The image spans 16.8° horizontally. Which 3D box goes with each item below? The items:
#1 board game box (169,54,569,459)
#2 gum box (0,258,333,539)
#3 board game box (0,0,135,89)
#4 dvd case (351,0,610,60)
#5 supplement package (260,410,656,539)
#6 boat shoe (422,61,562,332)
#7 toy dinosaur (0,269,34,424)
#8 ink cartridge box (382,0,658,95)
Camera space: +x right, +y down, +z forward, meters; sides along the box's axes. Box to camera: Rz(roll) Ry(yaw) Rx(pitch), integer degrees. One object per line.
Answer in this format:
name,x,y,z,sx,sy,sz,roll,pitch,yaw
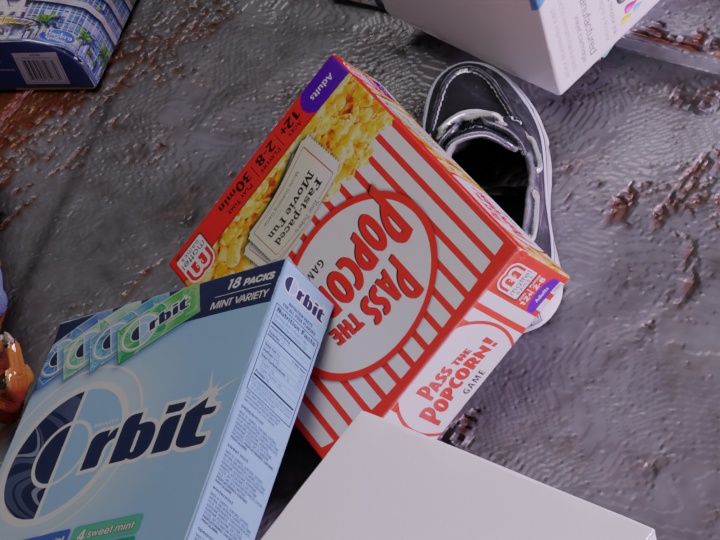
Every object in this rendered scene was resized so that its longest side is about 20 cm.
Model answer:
board game box,0.000,0.000,1.287,0.152,0.046,0.200,-52,46,10
gum box,-0.114,0.099,1.238,0.170,0.045,0.200,-16,41,38
board game box,-0.240,-0.208,1.604,0.200,0.062,0.200,1,49,21
dvd case,0.095,-0.204,1.506,0.200,0.022,0.146,16,56,32
supplement package,0.041,0.195,1.023,0.152,0.200,0.151,20,58,33
boat shoe,0.067,-0.057,1.345,0.072,0.068,0.200,-13,46,8
toy dinosaur,-0.214,0.003,1.368,0.200,0.105,0.182,-15,66,-52
ink cartridge box,0.115,-0.237,1.412,0.146,0.147,0.200,30,63,36
